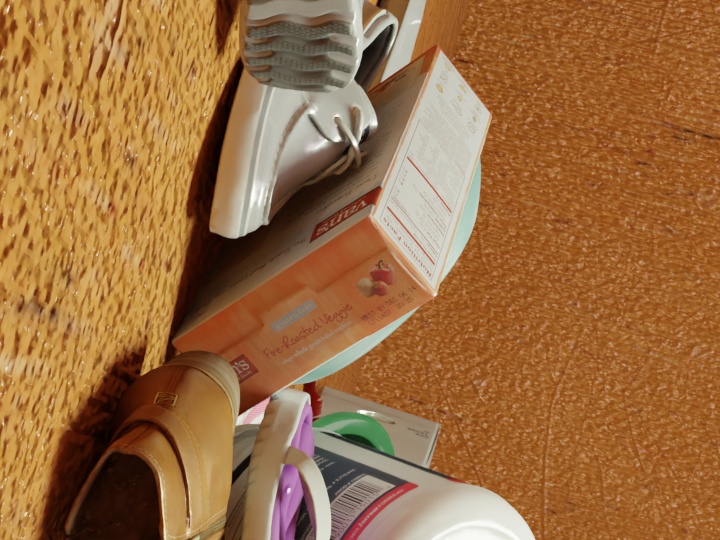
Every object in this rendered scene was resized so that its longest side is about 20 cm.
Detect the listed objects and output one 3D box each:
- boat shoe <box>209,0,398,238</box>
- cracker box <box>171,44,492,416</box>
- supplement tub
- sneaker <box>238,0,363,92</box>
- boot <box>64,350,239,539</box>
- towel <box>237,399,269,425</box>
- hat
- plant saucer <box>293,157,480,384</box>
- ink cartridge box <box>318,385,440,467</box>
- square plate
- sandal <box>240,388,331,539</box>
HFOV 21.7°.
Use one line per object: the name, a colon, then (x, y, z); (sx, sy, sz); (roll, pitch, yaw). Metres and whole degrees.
boat shoe: (-0.024, -0.080, 0.944); (0.201, 0.068, 0.073); (-69, 174, -57)
cracker box: (-0.010, -0.025, 0.991); (0.133, 0.058, 0.200); (-32, -162, 28)
supplement tub: (-0.011, 0.164, 1.013); (0.199, 0.140, 0.142); (14, -93, 51)
sneaker: (-0.022, -0.157, 0.777); (0.200, 0.074, 0.083); (112, -19, -62)
boot: (-0.097, 0.141, 0.819); (0.155, 0.073, 0.202); (-62, 156, -77)
towel: (-0.080, 0.112, 1.275); (0.147, 0.030, 0.201); (-68, 174, -52)
hat: (-0.079, 0.176, 1.710); (0.199, 0.175, 0.167); (9, 102, -49)
plant saucer: (0.000, 0.000, 1.075); (0.200, 0.036, 0.200); (-39, -163, 14)
ink cartridge box: (-0.012, 0.258, 2.071); (0.145, 0.146, 0.202); (-62, 167, -73)
square plate: (0.024, -0.182, 1.596); (0.200, 0.028, 0.200); (98, 9, -69)
sandal: (-0.029, 0.125, 0.885); (0.203, 0.049, 0.083); (-85, 176, -53)
